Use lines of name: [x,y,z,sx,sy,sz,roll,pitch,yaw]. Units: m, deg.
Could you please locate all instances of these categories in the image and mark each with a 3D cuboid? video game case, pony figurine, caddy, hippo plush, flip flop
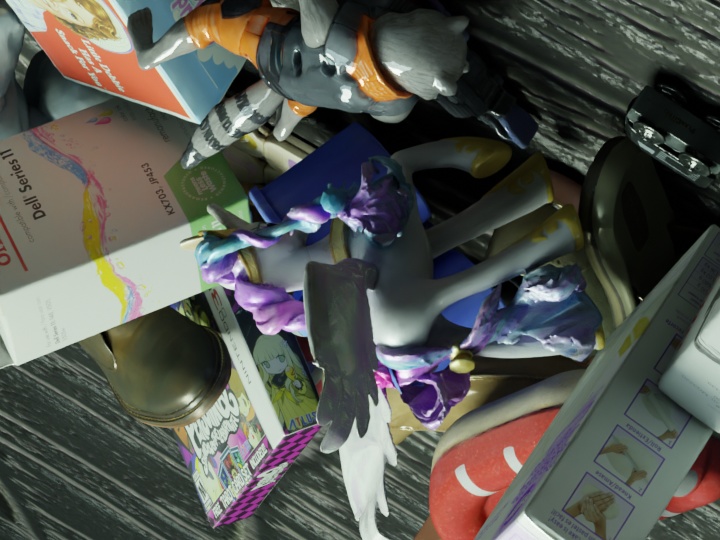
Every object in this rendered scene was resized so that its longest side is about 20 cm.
video game case: [-0.093,0.051,1.772,0.182,0.036,0.200,67,157,14]
pony figurine: [0.019,0.022,1.420,0.167,0.199,0.194,81,174,-56]
caddy: [0.000,0.000,1.577,0.142,0.105,0.200,51,180,-11]
hippo plush: [-0.217,-0.094,1.707,0.160,0.201,0.159,28,174,-24]
flip flop: [0.170,0.005,1.474,0.057,0.081,0.200,5,143,28]

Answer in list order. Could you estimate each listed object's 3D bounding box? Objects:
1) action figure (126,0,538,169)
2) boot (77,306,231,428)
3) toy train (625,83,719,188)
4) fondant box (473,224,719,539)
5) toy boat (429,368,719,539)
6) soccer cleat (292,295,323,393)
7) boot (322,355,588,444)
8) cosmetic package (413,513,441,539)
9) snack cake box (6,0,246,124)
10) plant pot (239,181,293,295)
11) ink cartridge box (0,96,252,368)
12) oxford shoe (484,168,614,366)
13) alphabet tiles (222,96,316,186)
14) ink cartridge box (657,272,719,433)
action figure: [-0.005,-0.095,1.445,0.200,0.105,0.193,39,153,-28]
boot: [-0.152,0.032,1.704,0.097,0.075,0.200,42,174,-29]
toy train: [0.215,-0.026,1.370,0.200,0.034,0.046,34,165,1]
fondant box: [0.123,0.089,1.364,0.058,0.200,0.144,35,147,0]
toy boat: [0.120,0.143,1.585,0.130,0.131,0.200,17,156,-24]
soccer cleat: [-0.078,0.056,1.861,0.067,0.077,0.200,42,159,-26]
boot: [0.088,0.081,1.713,0.199,0.067,0.175,1,176,11]
cosmetic package: [0.104,0.174,1.785,0.087,0.200,0.103,19,155,40]
snack cake box: [-0.152,-0.177,1.557,0.115,0.067,0.200,18,156,34]
plant pot: [-0.031,0.001,1.809,0.199,0.028,0.200,29,162,11]
ink cartridge box: [-0.174,-0.024,1.632,0.117,0.199,0.067,57,163,36]
oxford shoe: [0.140,0.030,1.565,0.200,0.074,0.071,43,159,-24]
alphabet tiles: [-0.059,-0.049,1.798,0.195,0.015,0.200,30,161,10]
ink cartridge box: [0.218,-0.008,1.233,0.083,0.146,0.200,32,161,2]
